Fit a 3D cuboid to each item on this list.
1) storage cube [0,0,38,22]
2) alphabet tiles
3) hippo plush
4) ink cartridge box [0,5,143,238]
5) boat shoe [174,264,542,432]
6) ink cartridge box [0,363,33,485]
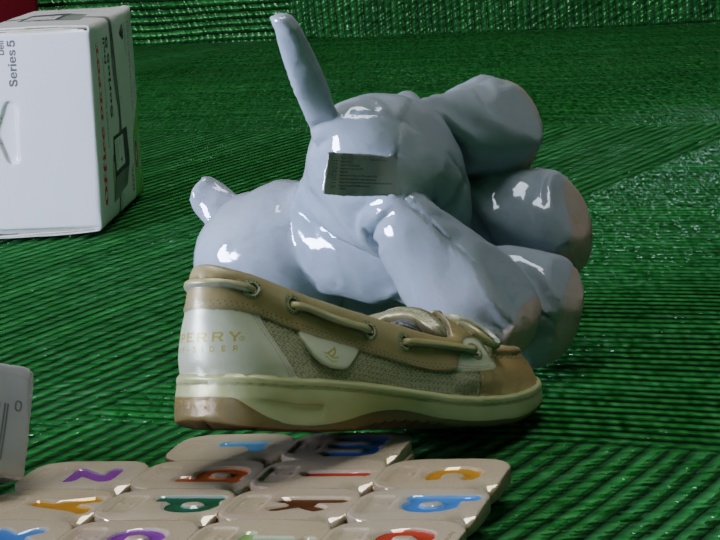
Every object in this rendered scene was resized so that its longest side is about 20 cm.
[{"bbox_3d":[-0.568,-0.393,3.361,0.199,0.181,0.171,-8,10,-24],"label":"storage cube"},{"bbox_3d":[-0.049,0.091,0.854,0.194,0.015,0.200,-2,10,15],"label":"alphabet tiles"},{"bbox_3d":[0.000,0.000,1.105,0.160,0.160,0.199,-34,-26,34],"label":"hippo plush"},{"bbox_3d":[-0.215,-0.111,1.698,0.083,0.147,0.200,-3,10,3],"label":"ink cartridge box"},{"bbox_3d":[0.004,0.033,0.947,0.073,0.064,0.200,-3,-4,44],"label":"boat shoe"},{"bbox_3d":[-0.234,0.061,0.950,0.161,0.057,0.200,11,-18,-21],"label":"ink cartridge box"}]
